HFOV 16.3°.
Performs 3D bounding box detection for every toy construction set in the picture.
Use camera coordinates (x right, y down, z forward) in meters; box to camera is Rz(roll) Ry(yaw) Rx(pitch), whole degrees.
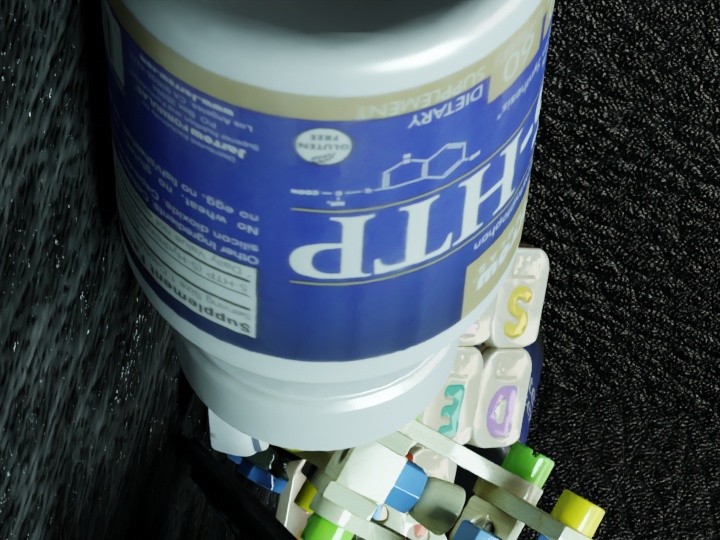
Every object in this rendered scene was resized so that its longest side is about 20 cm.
[{"bbox_3d":[0.012,0.088,1.004,0.092,0.131,0.200,-64,-173,-16],"label":"toy construction set"}]

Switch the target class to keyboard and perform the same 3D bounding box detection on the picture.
[{"bbox_3d":[-0.006,0.124,0.866,0.021,0.127,0.200,-42,-162,-5],"label":"keyboard"}]

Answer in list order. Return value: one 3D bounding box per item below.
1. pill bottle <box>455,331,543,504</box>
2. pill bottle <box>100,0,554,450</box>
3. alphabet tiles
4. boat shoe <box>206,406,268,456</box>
[{"bbox_3d":[0.073,0.081,1.827,0.200,0.112,0.112,-73,171,-51],"label":"pill bottle"},{"bbox_3d":[-0.010,-0.039,0.703,0.200,0.120,0.120,92,10,-55],"label":"pill bottle"},{"bbox_3d":[0.018,0.033,1.127,0.200,0.015,0.196,3,100,-51],"label":"alphabet tiles"},{"bbox_3d":[-0.012,-0.023,0.950,0.071,0.070,0.200,87,13,-65],"label":"boat shoe"}]
